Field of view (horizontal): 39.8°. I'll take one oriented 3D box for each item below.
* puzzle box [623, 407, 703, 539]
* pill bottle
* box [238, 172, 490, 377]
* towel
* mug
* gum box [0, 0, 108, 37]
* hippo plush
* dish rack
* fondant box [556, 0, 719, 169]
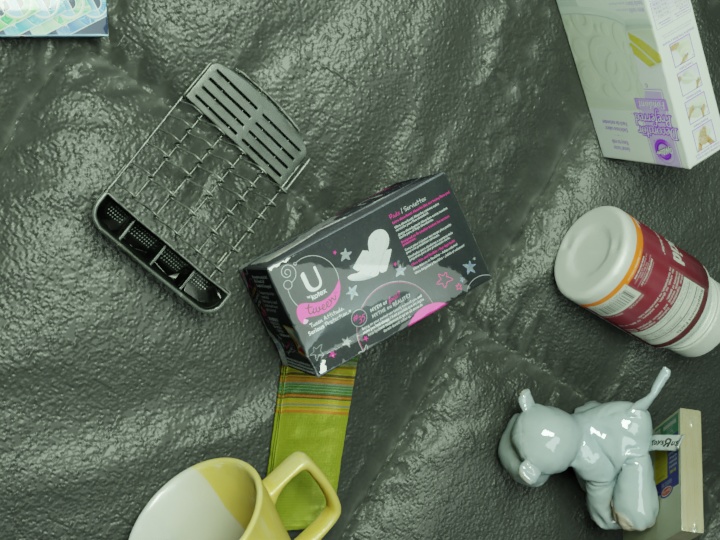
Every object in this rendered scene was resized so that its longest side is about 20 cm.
[{"bbox_3d":[0.342,0.252,1.134,0.025,0.201,0.135,8,65,-1],"label":"puzzle box"},{"bbox_3d":[0.328,0.018,1.140,0.198,0.114,0.116,27,89,-28],"label":"pill bottle"},{"bbox_3d":[0.000,0.000,0.963,0.198,0.132,0.116,-28,99,-17],"label":"box"},{"bbox_3d":[-0.052,0.177,1.045,0.085,0.018,0.204,4,99,-26],"label":"towel"},{"bbox_3d":[-0.110,0.284,0.966,0.184,0.150,0.154,-22,122,14],"label":"mug"},{"bbox_3d":[-0.298,-0.294,0.810,0.167,0.044,0.204,-6,104,-25],"label":"gum box"},{"bbox_3d":[0.242,0.213,1.107,0.158,0.200,0.162,-1,70,-15],"label":"hippo plush"},{"bbox_3d":[-0.140,-0.083,0.927,0.153,0.054,0.201,42,82,-27],"label":"dish rack"},{"bbox_3d":[0.296,-0.216,1.057,0.058,0.144,0.202,-30,112,-17],"label":"fondant box"}]
